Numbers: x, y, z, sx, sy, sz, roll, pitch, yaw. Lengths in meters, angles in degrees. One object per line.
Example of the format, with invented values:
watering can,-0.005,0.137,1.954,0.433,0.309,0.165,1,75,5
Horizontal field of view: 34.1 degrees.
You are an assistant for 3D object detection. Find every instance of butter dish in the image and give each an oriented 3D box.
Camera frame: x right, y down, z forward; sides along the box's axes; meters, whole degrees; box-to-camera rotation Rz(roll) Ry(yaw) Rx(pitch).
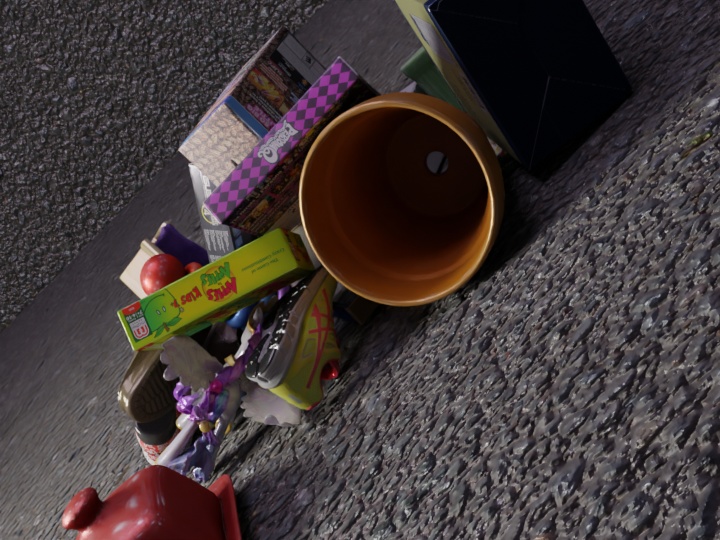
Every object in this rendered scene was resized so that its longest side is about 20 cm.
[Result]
butter dish,-0.223,0.268,1.132,0.199,0.148,0.200,-45,17,3

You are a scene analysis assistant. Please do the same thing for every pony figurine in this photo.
pony figurine,-0.151,0.135,1.288,0.202,0.165,0.193,-57,6,19

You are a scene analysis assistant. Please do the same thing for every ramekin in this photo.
ramekin,0.153,-0.280,1.451,0.200,0.098,0.200,-42,7,6

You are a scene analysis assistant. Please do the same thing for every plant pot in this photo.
plant pot,0.058,-0.090,1.197,0.199,0.201,0.183,-38,4,25

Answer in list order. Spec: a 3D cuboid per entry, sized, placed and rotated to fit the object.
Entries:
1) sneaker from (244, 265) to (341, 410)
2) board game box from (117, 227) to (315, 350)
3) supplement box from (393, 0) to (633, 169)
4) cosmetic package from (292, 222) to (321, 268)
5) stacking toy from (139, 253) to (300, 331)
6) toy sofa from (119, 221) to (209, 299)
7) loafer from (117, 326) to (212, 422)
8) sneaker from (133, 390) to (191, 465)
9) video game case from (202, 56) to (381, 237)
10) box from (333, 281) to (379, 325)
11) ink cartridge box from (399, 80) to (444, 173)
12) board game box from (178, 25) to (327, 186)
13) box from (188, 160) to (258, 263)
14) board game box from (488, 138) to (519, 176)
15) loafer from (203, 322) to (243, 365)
sneaker,-0.056,0.075,1.247,0.078,0.090,0.201,-38,17,35
board game box,-0.153,0.022,1.274,0.198,0.048,0.102,-27,-6,7
supplement box,0.148,-0.244,1.221,0.133,0.201,0.200,-35,22,2
cosmetic package,-0.037,-0.066,1.438,0.199,0.073,0.104,-35,19,41
stacking toy,-0.163,0.028,1.378,0.085,0.197,0.087,-37,44,49
toy sofa,-0.220,0.020,1.576,0.083,0.200,0.098,39,91,29
loafer,-0.236,0.099,1.387,0.066,0.077,0.201,3,38,23
sneaker,-0.237,0.142,1.465,0.109,0.066,0.204,91,-175,-55
video game case,-0.055,-0.118,1.221,0.200,0.036,0.181,-46,-14,8
box,0.000,0.000,1.369,0.122,0.032,0.200,-50,17,-10
ink cartridge box,0.019,-0.135,1.527,0.199,0.087,0.146,-34,22,42
board game box,-0.097,-0.166,1.407,0.096,0.159,0.201,-36,17,37
box,-0.145,-0.079,1.495,0.048,0.203,0.161,6,31,25
board game box,0.153,-0.153,1.356,0.105,0.023,0.201,-42,18,23
loafer,-0.142,0.059,1.541,0.070,0.073,0.202,-20,34,32
